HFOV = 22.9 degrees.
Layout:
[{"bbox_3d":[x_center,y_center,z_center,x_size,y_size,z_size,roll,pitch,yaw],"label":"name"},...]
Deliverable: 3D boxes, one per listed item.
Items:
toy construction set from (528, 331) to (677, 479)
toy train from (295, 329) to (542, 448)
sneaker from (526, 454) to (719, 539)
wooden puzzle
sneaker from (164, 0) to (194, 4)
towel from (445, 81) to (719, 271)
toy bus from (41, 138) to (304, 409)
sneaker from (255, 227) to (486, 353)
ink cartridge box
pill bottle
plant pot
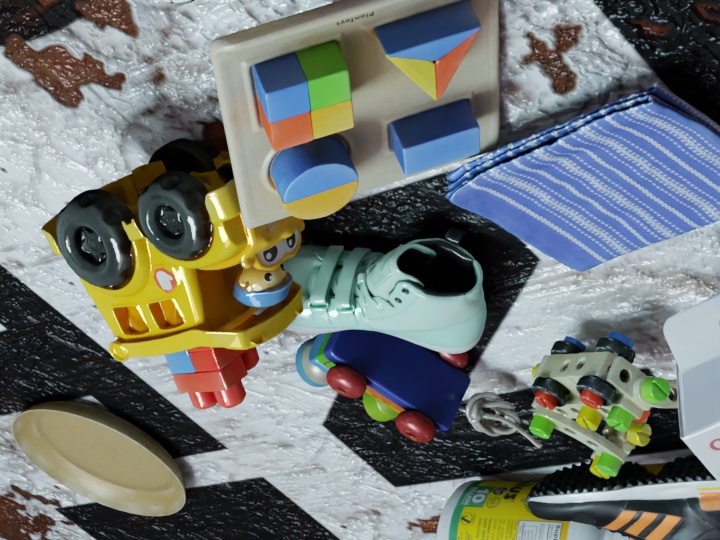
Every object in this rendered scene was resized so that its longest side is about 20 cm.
[{"bbox_3d":[0.203,0.098,1.338,0.131,0.093,0.200,36,147,-19],"label":"toy construction set"},{"bbox_3d":[0.044,0.106,1.476,0.199,0.085,0.116,34,158,-16],"label":"toy train"},{"bbox_3d":[0.233,0.204,1.441,0.198,0.070,0.091,-8,102,22],"label":"sneaker"},{"bbox_3d":[0.007,-0.100,1.121,0.184,0.047,0.201,-18,149,-8],"label":"wooden puzzle"},{"bbox_3d":[-0.082,-0.220,1.065,0.199,0.079,0.090,-10,133,43],"label":"sneaker"},{"bbox_3d":[0.168,-0.053,1.178,0.144,0.024,0.199,29,149,-30],"label":"towel"},{"bbox_3d":[-0.109,0.005,1.300,0.199,0.135,0.194,-11,106,41],"label":"toy bus"},{"bbox_3d":[0.000,0.000,1.340,0.198,0.074,0.118,10,154,4],"label":"sneaker"},{"bbox_3d":[0.302,0.092,1.190,0.128,0.126,0.200,-30,120,27],"label":"ink cartridge box"},{"bbox_3d":[0.176,0.243,1.556,0.199,0.113,0.113,-2,141,36],"label":"pill bottle"},{"bbox_3d":[-0.270,0.193,1.860,0.198,0.028,0.201,17,149,10],"label":"plant pot"}]
